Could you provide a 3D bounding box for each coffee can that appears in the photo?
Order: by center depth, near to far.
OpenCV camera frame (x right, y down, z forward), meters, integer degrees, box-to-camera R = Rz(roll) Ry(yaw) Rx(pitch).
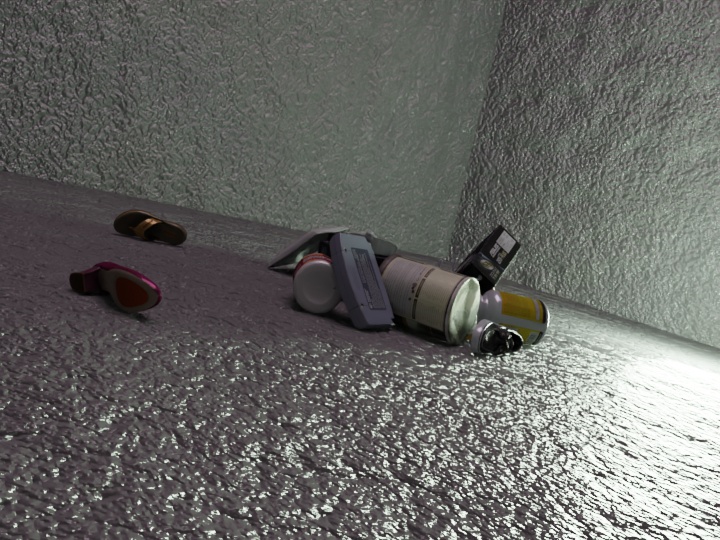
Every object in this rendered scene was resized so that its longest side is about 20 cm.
[{"bbox_3d":[0.141,0.061,1.396,0.197,0.150,0.145,18,7,33],"label":"coffee can"}]

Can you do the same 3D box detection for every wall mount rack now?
[{"bbox_3d":[0.190,0.025,1.688,0.172,0.075,0.200,-31,-4,-22],"label":"wall mount rack"}]

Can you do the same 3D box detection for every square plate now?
[{"bbox_3d":[-0.152,-0.074,1.855,0.196,0.029,0.199,-33,-7,25],"label":"square plate"}]

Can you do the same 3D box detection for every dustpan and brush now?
[{"bbox_3d":[0.025,-0.073,1.593,0.136,0.059,0.200,14,7,3],"label":"dustpan and brush"}]

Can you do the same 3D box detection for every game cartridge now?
[{"bbox_3d":[0.001,0.023,1.325,0.041,0.204,0.132,-28,-18,33],"label":"game cartridge"}]

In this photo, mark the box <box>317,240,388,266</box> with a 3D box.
[{"bbox_3d":[0.000,0.000,1.661,0.196,0.107,0.182,11,6,-23],"label":"box"}]

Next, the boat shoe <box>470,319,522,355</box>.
[{"bbox_3d":[0.293,0.149,1.354,0.065,0.072,0.199,15,-2,31],"label":"boat shoe"}]

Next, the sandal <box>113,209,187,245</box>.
[{"bbox_3d":[-0.577,-0.110,1.766,0.196,0.082,0.054,16,26,-21],"label":"sandal"}]

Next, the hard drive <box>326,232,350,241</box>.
[{"bbox_3d":[-0.069,-0.039,1.863,0.032,0.143,0.200,17,7,13],"label":"hard drive"}]

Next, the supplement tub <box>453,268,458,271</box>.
[{"bbox_3d":[0.329,0.064,1.911,0.120,0.126,0.200,12,6,-8],"label":"supplement tub"}]

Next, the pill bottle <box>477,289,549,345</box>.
[{"bbox_3d":[0.353,0.111,1.578,0.195,0.115,0.112,13,6,-11],"label":"pill bottle"}]

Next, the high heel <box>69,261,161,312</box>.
[{"bbox_3d":[-0.362,0.017,1.014,0.196,0.069,0.096,13,16,29],"label":"high heel"}]

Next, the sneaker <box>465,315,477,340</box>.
[{"bbox_3d":[0.198,0.095,1.503,0.075,0.090,0.198,5,9,-43],"label":"sneaker"}]

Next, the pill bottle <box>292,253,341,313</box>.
[{"bbox_3d":[-0.095,0.022,1.399,0.107,0.112,0.200,12,6,-8],"label":"pill bottle"}]

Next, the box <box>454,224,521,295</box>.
[{"bbox_3d":[0.318,-0.003,1.702,0.086,0.164,0.200,43,48,2],"label":"box"}]
